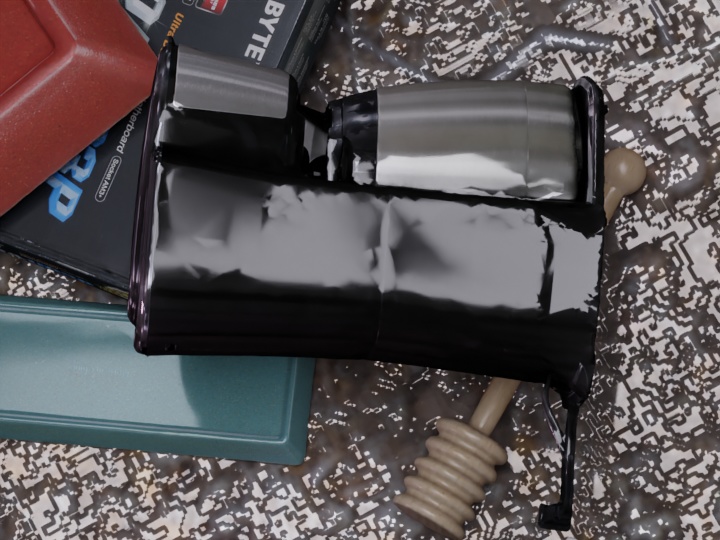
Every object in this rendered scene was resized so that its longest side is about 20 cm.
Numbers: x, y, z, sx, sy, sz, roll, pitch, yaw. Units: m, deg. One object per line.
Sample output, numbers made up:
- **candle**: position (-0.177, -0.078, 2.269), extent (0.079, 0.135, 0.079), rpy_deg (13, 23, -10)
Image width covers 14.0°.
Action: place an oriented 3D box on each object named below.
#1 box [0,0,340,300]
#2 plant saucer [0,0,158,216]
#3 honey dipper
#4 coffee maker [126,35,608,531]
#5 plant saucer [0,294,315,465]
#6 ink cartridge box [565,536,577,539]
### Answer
- **box**: position (-0.112, -0.093, 1.384), extent (0.159, 0.046, 0.200), rpy_deg (21, 81, 17)
- **plant saucer**: position (-0.220, -0.103, 1.373), extent (0.200, 0.037, 0.200), rpy_deg (-38, 62, 6)
- **honey dipper**: position (0.078, 0.029, 1.349), extent (0.038, 0.038, 0.200), rpy_deg (27, 81, 11)
- **coffee maker**: position (0.000, 0.000, 1.264), extent (0.200, 0.135, 0.192), rpy_deg (3, 60, -4)
- **plant saucer**: position (-0.122, 0.048, 1.377), extent (0.200, 0.019, 0.070), rpy_deg (4, 78, 8)
- **ink cartridge box**: position (0.073, 0.198, 1.228), extent (0.083, 0.200, 0.147), rpy_deg (44, 85, 13)
